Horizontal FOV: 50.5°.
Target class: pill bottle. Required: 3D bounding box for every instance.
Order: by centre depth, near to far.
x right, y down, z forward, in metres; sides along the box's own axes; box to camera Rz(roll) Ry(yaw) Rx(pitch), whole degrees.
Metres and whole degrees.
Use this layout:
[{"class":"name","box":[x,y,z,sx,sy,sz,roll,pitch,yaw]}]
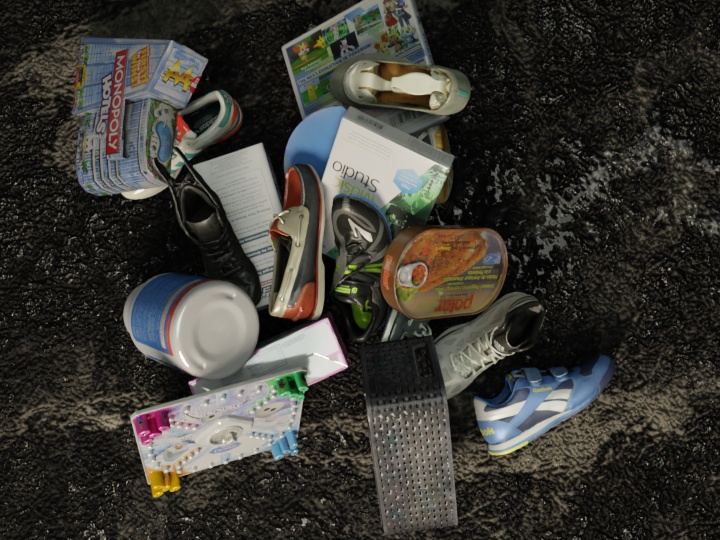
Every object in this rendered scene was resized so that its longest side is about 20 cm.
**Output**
[{"class":"pill bottle","box":[-0.215,0.061,0.925,0.111,0.198,0.115,-4,97,-38]}]

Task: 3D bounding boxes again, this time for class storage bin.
[{"class":"storage bin","box":[0.057,0.196,0.913,0.092,0.136,0.204,-8,117,1]}]

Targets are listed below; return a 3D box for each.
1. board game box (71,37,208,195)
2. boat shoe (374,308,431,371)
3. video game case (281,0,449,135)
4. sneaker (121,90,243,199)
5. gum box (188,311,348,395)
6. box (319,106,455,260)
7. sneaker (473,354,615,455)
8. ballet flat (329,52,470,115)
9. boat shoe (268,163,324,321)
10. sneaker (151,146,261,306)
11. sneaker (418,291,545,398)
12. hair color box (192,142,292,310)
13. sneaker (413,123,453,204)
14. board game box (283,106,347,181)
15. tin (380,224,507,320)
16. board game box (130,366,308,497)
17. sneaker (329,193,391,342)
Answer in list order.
[{"class":"board game box","box":[-0.283,-0.208,0.958,0.197,0.061,0.205,-3,79,38]},{"class":"boat shoe","box":[0.068,0.060,0.989,0.061,0.073,0.204,20,81,2]},{"class":"video game case","box":[0.002,-0.246,0.992,0.197,0.022,0.186,-19,85,28]},{"class":"sneaker","box":[-0.245,-0.171,0.997,0.198,0.093,0.071,-36,86,-2]},{"class":"gum box","box":[-0.116,0.125,0.962,0.197,0.114,0.067,-24,91,-1]},{"class":"box","box":[0.016,-0.085,0.956,0.142,0.037,0.202,25,130,4]},{"class":"sneaker","box":[0.234,0.155,0.980,0.198,0.074,0.083,-31,84,-2]},{"class":"ballet flat","box":[0.037,-0.229,0.926,0.196,0.063,0.069,13,101,27]},{"class":"boat shoe","box":[-0.082,-0.039,0.937,0.061,0.071,0.205,6,73,-26]},{"class":"sneaker","box":[-0.183,-0.045,0.922,0.059,0.104,0.203,-25,86,0]},{"class":"sneaker","box":[0.148,0.095,0.962,0.199,0.115,0.076,-39,86,-2]},{"class":"hair color box","box":[-0.142,-0.052,1.004,0.098,0.061,0.204,-17,86,0]},{"class":"sneaker","box":[0.070,-0.183,1.014,0.086,0.076,0.205,-11,82,15]},{"class":"board game box","box":[-0.003,-0.123,0.988,0.198,0.039,0.159,35,130,-4]},{"class":"tin","box":[0.106,0.001,0.952,0.197,0.041,0.115,-2,101,-39]},{"class":"board game box","box":[-0.160,0.195,0.900,0.196,0.202,0.026,-13,57,-18]},{"class":"sneaker","box":[0.000,0.000,0.947,0.069,0.083,0.203,4,121,19]}]
